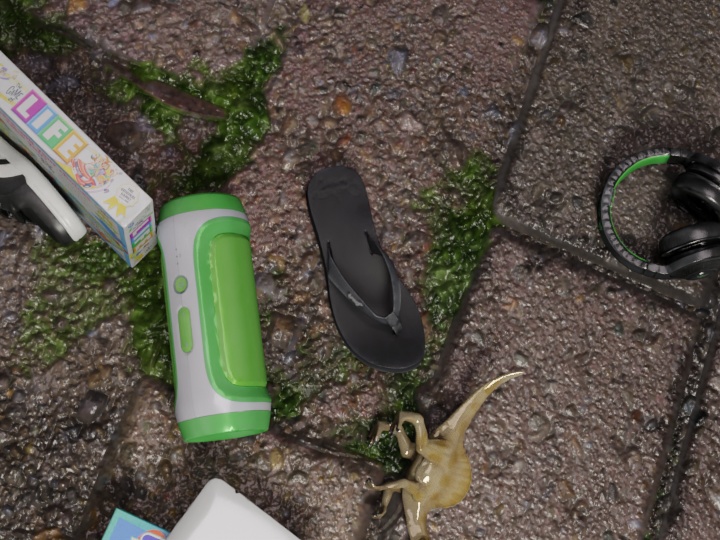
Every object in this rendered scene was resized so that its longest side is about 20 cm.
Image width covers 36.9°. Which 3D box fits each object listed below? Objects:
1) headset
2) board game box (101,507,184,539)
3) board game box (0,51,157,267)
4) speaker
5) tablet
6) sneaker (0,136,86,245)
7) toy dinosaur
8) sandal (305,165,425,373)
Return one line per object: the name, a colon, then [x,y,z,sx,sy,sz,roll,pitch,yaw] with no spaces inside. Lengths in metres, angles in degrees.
headset: [0.327,-0.043,1.041,0.197,0.094,0.125,13,79,10]
board game box: [-0.143,0.306,0.886,0.198,0.045,0.154,24,74,-2]
board game box: [-0.255,-0.098,0.916,0.200,0.135,0.034,44,75,2]
speaker: [-0.126,0.041,0.927,0.087,0.088,0.203,-6,78,-10]
tablet: [-0.126,0.284,0.864,0.129,0.014,0.201,36,73,1]
sneaker: [-0.338,-0.064,0.933,0.200,0.073,0.112,41,78,11]
toy dinosaur: [0.062,0.162,0.957,0.100,0.058,0.202,27,82,-17]
sandal: [-0.001,0.000,0.980,0.075,0.043,0.202,-22,81,-13]
